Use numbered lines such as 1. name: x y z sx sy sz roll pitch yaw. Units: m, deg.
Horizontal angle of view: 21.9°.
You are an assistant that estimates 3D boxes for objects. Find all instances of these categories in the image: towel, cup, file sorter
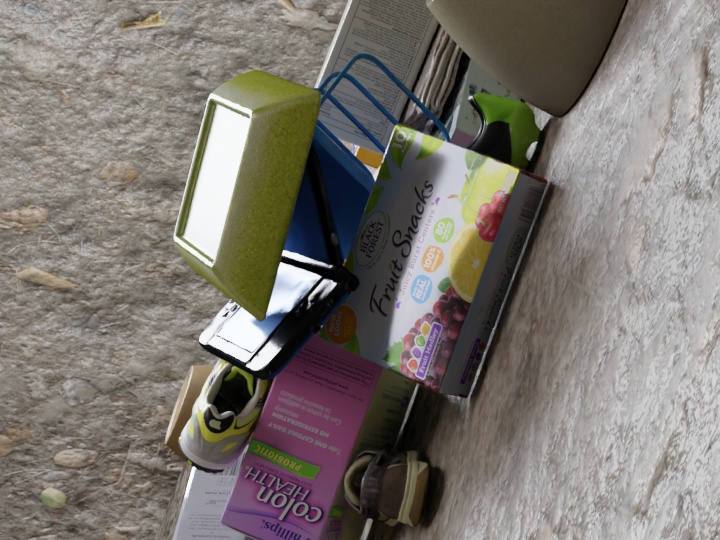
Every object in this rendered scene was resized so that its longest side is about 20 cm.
1. towel: 0.075 -0.203 1.893 0.200 0.034 0.133 175 116 -83
2. cup: 0.140 -0.252 1.608 0.200 0.143 0.201 -160 90 -82
3. file sorter: -0.029 -0.100 1.785 0.200 0.139 0.123 -28 22 55

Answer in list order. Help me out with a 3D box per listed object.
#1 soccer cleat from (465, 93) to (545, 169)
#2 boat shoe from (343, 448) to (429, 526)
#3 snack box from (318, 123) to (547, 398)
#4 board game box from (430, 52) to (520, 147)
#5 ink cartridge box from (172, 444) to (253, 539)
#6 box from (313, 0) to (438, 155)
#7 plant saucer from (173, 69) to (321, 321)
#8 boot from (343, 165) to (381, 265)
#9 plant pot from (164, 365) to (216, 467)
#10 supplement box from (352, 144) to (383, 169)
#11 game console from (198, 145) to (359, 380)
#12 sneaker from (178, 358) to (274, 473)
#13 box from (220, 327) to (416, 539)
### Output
1. soccer cleat: 0.097 -0.061 1.665 0.068 0.081 0.201 -145 74 -82
2. boat shoe: 0.018 0.188 1.650 0.200 0.065 0.074 135 151 -79
3. snack box: 0.061 -0.009 1.601 0.142 0.053 0.201 23 95 38
4. board game box: 0.113 -0.158 1.863 0.148 0.064 0.201 119 169 -50
5. ink cartridge box: -0.116 0.304 1.893 0.200 0.083 0.176 64 -149 -48
6. box: 0.020 -0.229 1.872 0.078 0.095 0.201 -84 17 -70
7. plant saucer: -0.110 -0.076 1.630 0.200 0.048 0.201 -150 74 -67
8. boot: 0.000 0.000 1.887 0.155 0.073 0.201 -42 34 32
9. plant pot: -0.110 0.181 2.075 0.186 0.199 0.187 -160 90 -81
10. supplement box: 0.075 -0.209 2.079 0.109 0.109 0.201 -94 25 -72
11. game console: -0.092 -0.014 1.641 0.171 0.118 0.200 -48 19 -10
12. sneaker: -0.099 0.097 1.721 0.077 0.075 0.200 -62 3 49
13. box: -0.033 0.162 1.749 0.176 0.096 0.201 30 -101 -76
